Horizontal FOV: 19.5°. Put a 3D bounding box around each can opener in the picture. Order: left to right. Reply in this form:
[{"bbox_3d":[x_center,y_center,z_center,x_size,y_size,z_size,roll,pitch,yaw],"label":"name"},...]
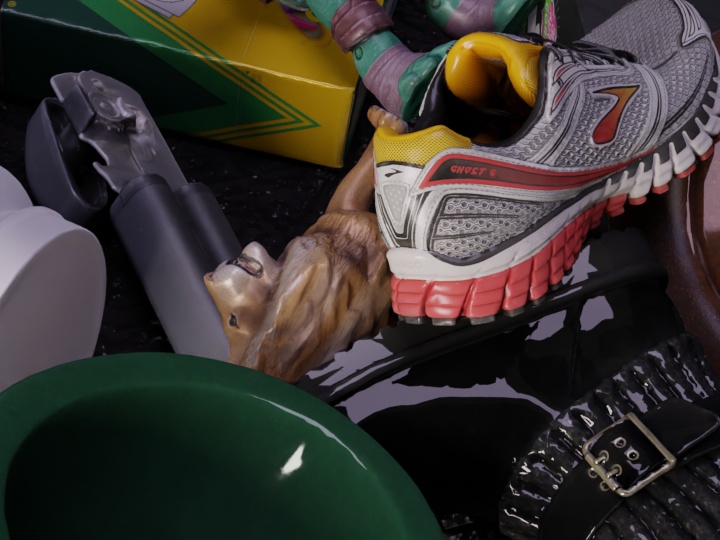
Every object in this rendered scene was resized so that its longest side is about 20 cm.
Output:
[{"bbox_3d":[-0.092,-0.008,0.922,0.053,0.067,0.201,10,42,-46],"label":"can opener"}]

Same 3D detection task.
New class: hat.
[{"bbox_3d":[-0.087,0.147,0.721,0.198,0.177,0.166,2,42,-28],"label":"hat"}]

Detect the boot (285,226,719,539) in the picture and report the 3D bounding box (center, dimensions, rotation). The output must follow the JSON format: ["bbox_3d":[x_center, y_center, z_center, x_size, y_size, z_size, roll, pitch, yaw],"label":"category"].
[{"bbox_3d":[0.060,0.090,0.769,0.210,0.080,0.159,-26,69,-7],"label":"boot"}]

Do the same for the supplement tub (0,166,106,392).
[{"bbox_3d":[-0.215,0.005,0.819,0.199,0.146,0.145,22,47,14],"label":"supplement tub"}]

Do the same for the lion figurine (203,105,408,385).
[{"bbox_3d":[0.000,0.000,0.871,0.072,0.200,0.123,29,92,11],"label":"lion figurine"}]

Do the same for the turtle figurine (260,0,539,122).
[{"bbox_3d":[-0.020,-0.163,0.959,0.200,0.101,0.150,44,69,9],"label":"turtle figurine"}]

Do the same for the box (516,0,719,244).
[{"bbox_3d":[0.156,-0.104,0.984,0.147,0.125,0.201,-1,47,-6],"label":"box"}]

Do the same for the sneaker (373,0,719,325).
[{"bbox_3d":[0.075,-0.060,0.786,0.077,0.083,0.200,2,30,38],"label":"sneaker"}]

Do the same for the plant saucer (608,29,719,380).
[{"bbox_3d":[0.200,-0.019,0.846,0.198,0.035,0.202,2,74,-6],"label":"plant saucer"}]

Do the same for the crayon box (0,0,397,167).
[{"bbox_3d":[-0.067,-0.153,1.049,0.171,0.059,0.201,12,46,5],"label":"crayon box"}]
